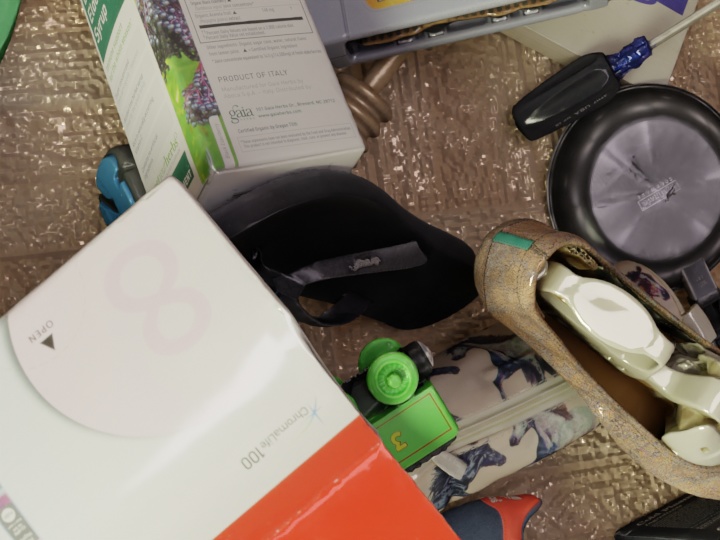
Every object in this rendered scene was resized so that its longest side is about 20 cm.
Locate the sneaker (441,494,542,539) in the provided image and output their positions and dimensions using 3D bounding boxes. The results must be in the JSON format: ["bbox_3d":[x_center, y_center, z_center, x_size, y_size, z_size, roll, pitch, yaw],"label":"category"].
[{"bbox_3d":[0.097,0.207,0.787,0.084,0.075,0.202,-22,90,-14],"label":"sneaker"}]

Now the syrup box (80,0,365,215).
[{"bbox_3d":[-0.077,-0.116,0.737,0.081,0.079,0.202,-11,67,-29],"label":"syrup box"}]

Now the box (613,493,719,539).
[{"bbox_3d":[0.241,0.203,0.776,0.103,0.182,0.202,-22,90,-19],"label":"box"}]

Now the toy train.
[{"bbox_3d":[-0.047,0.099,0.664,0.199,0.042,0.057,-33,102,-1],"label":"toy train"}]

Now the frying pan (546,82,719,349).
[{"bbox_3d":[0.162,-0.006,0.855,0.113,0.031,0.193,-6,94,-4],"label":"frying pan"}]

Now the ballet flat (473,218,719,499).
[{"bbox_3d":[0.136,0.048,0.735,0.199,0.067,0.069,35,76,-18],"label":"ballet flat"}]

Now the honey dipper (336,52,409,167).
[{"bbox_3d":[0.036,-0.134,0.815,0.038,0.038,0.201,38,83,-9],"label":"honey dipper"}]

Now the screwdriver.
[{"bbox_3d":[0.165,-0.130,0.825,0.199,0.028,0.029,-35,123,16],"label":"screwdriver"}]

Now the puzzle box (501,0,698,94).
[{"bbox_3d":[0.101,-0.192,0.865,0.198,0.025,0.134,26,76,-12],"label":"puzzle box"}]

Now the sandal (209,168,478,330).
[{"bbox_3d":[0.001,0.000,0.737,0.199,0.076,0.043,14,46,-50],"label":"sandal"}]

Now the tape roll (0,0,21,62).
[{"bbox_3d":[-0.259,-0.150,0.738,0.198,0.048,0.203,2,82,-17],"label":"tape roll"}]

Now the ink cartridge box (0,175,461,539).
[{"bbox_3d":[-0.073,0.090,0.618,0.162,0.057,0.200,-40,71,-3],"label":"ink cartridge box"}]

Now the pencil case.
[{"bbox_3d":[0.080,0.063,0.793,0.198,0.089,0.079,-24,106,-19],"label":"pencil case"}]

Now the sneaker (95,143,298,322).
[{"bbox_3d":[-0.054,0.022,0.767,0.081,0.073,0.202,-24,94,-26],"label":"sneaker"}]

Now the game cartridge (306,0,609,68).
[{"bbox_3d":[0.042,-0.182,0.792,0.197,0.042,0.135,-12,75,6],"label":"game cartridge"}]
